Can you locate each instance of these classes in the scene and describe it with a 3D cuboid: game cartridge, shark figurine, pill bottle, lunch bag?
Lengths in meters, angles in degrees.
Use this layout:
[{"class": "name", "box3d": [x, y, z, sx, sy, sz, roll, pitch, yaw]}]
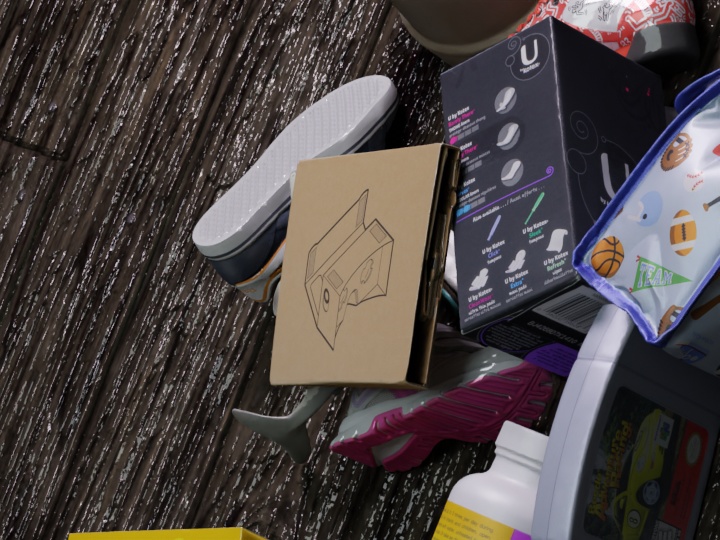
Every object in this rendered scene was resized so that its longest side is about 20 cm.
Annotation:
[{"class": "game cartridge", "box3d": [0.167, 0.130, 1.645, 0.041, 0.133, 0.201, 3, 74, 47]}, {"class": "shark figurine", "box3d": [-0.008, 0.039, 1.902, 0.128, 0.089, 0.215, 5, 85, 45]}, {"class": "pill bottle", "box3d": [0.091, 0.204, 1.708, 0.104, 0.104, 0.200, 18, 85, 48]}, {"class": "lunch bag", "box3d": [0.255, -0.037, 1.611, 0.200, 0.170, 0.124, -55, 47, 13]}]

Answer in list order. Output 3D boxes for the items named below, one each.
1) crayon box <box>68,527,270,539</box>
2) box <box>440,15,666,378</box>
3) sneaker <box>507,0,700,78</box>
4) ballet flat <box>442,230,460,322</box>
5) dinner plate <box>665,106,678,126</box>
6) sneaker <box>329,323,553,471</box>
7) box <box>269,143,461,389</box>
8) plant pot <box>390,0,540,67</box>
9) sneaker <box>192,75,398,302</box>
[{"class": "crayon box", "box3d": [-0.154, 0.284, 1.950, 0.200, 0.058, 0.173, -7, 66, 43]}, {"class": "box", "box3d": [0.135, -0.047, 1.735, 0.106, 0.122, 0.200, -26, 55, 36]}, {"class": "sneaker", "box3d": [0.144, -0.174, 1.849, 0.201, 0.067, 0.108, -17, 72, 33]}, {"class": "ballet flat", "box3d": [0.055, -0.026, 1.889, 0.070, 0.069, 0.200, -56, 39, 9]}, {"class": "dinner plate", "box3d": [0.174, -0.023, 1.794, 0.200, 0.024, 0.201, -20, 59, 38]}, {"class": "sneaker", "box3d": [0.055, 0.074, 1.817, 0.200, 0.081, 0.088, -20, 55, 44]}, {"class": "box", "box3d": [0.000, 0.000, 1.790, 0.200, 0.021, 0.164, -3, 77, 60]}, {"class": "plant pot", "box3d": [0.066, -0.267, 1.906, 0.200, 0.173, 0.200, -21, 57, 36]}, {"class": "sneaker", "box3d": [-0.037, -0.061, 1.992, 0.200, 0.079, 0.078, -44, 31, -14]}]
